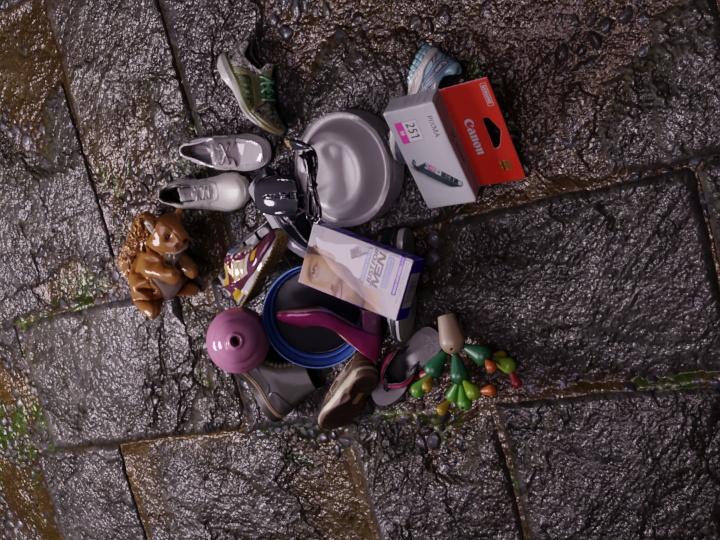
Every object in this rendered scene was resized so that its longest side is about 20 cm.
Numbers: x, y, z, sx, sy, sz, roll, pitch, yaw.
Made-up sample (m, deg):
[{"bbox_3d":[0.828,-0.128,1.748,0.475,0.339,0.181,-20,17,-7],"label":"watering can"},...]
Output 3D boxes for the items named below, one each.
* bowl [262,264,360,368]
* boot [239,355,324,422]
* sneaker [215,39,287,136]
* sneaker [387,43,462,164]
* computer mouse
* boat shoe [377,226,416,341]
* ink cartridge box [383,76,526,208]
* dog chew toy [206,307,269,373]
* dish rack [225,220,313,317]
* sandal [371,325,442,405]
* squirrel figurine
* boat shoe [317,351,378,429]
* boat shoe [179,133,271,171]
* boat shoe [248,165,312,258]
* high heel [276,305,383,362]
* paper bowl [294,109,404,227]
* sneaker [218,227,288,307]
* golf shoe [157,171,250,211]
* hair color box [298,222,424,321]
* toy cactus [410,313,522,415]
[{"bbox_3d":[-0.084,0.082,1.603,0.196,0.039,0.205,1,107,2],"label":"bowl"},{"bbox_3d":[-0.169,0.183,1.716,0.137,0.077,0.202,-34,91,23],"label":"boot"},{"bbox_3d":[-0.187,-0.340,1.582,0.088,0.077,0.202,-37,85,23],"label":"sneaker"},{"bbox_3d":[0.108,-0.265,1.423,0.085,0.077,0.203,25,115,19],"label":"sneaker"},{"bbox_3d":[-0.141,-0.160,1.509,0.198,0.045,0.143,14,110,50],"label":"computer mouse"},{"bbox_3d":[0.061,0.024,1.531,0.059,0.075,0.205,3,93,28],"label":"boat shoe"},{"bbox_3d":[0.153,-0.199,1.379,0.171,0.044,0.202,-6,130,32],"label":"ink cartridge box"},{"bbox_3d":[-0.230,0.130,1.598,0.122,0.200,0.127,0,85,-6],"label":"dog chew toy"},{"bbox_3d":[-0.170,0.017,1.675,0.153,0.054,0.202,-34,86,34],"label":"dish rack"},{"bbox_3d":[0.075,0.177,1.575,0.075,0.045,0.201,47,121,11],"label":"sandal"},{"bbox_3d":[-0.419,-0.043,1.745,0.199,0.140,0.189,35,130,29],"label":"squirrel figurine"},{"bbox_3d":[-0.025,0.228,1.645,0.203,0.074,0.076,-52,38,38],"label":"boat shoe"},{"bbox_3d":[-0.264,-0.225,1.655,0.197,0.069,0.072,3,103,29],"label":"boat shoe"},{"bbox_3d":[-0.131,-0.110,1.611,0.201,0.071,0.068,53,124,16],"label":"boat shoe"},{"bbox_3d":[-0.056,0.116,1.552,0.196,0.067,0.098,3,95,-2],"label":"high heel"},{"bbox_3d":[-0.029,-0.178,1.510,0.197,0.104,0.205,8,106,30],"label":"paper bowl"},{"bbox_3d":[-0.209,-0.021,1.601,0.090,0.075,0.201,42,127,9],"label":"sneaker"},{"bbox_3d":[-0.310,-0.148,1.688,0.197,0.097,0.080,-3,100,30],"label":"golf shoe"},{"bbox_3d":[0.000,0.000,1.482,0.197,0.065,0.111,20,101,23],"label":"hair color box"},{"bbox_3d":[0.176,0.158,1.494,0.198,0.102,0.168,-19,80,33],"label":"toy cactus"}]
